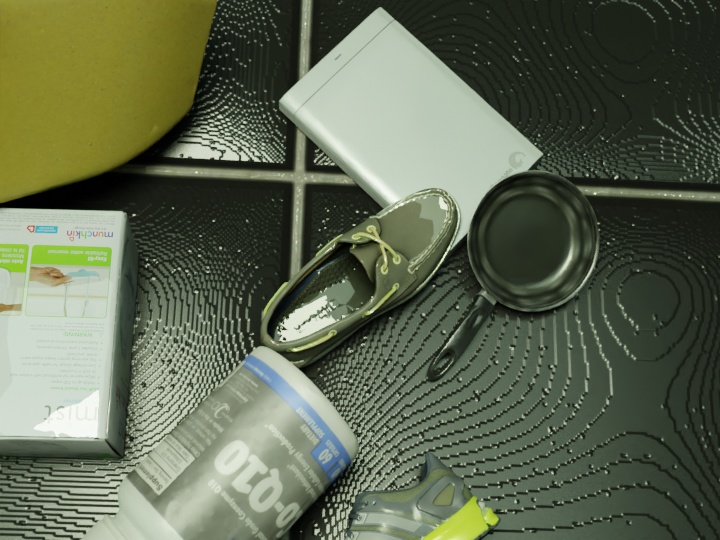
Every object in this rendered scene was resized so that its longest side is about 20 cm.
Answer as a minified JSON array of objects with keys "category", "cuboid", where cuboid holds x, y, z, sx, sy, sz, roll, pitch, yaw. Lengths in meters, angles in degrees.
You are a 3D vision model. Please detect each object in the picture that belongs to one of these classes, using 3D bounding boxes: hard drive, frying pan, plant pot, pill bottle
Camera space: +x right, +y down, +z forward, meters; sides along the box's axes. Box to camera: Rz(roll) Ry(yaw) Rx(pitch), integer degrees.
[{"category":"hard drive","cuboid":[0.044,-0.121,0.933,0.200,0.027,0.132,44,75,9]},{"category":"frying pan","cuboid":[0.132,0.012,0.893,0.113,0.031,0.193,16,92,-8]},{"category":"plant pot","cuboid":[-0.229,-0.194,0.830,0.198,0.196,0.196,-12,49,-36]},{"category":"pill bottle","cuboid":[-0.105,0.164,0.785,0.114,0.114,0.200,42,74,10]}]

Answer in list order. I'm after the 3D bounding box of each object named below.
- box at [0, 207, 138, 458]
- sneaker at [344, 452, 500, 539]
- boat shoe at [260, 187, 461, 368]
[{"category":"box","cuboid":[-0.278,0.049,0.819,0.196,0.097,0.180,1,73,-4]},{"category":"sneaker","cuboid":[0.006,0.215,0.806,0.198,0.074,0.081,-30,70,-20]},{"category":"boat shoe","cuboid":[0.002,0.002,0.859,0.201,0.060,0.072,-40,78,-5]}]
